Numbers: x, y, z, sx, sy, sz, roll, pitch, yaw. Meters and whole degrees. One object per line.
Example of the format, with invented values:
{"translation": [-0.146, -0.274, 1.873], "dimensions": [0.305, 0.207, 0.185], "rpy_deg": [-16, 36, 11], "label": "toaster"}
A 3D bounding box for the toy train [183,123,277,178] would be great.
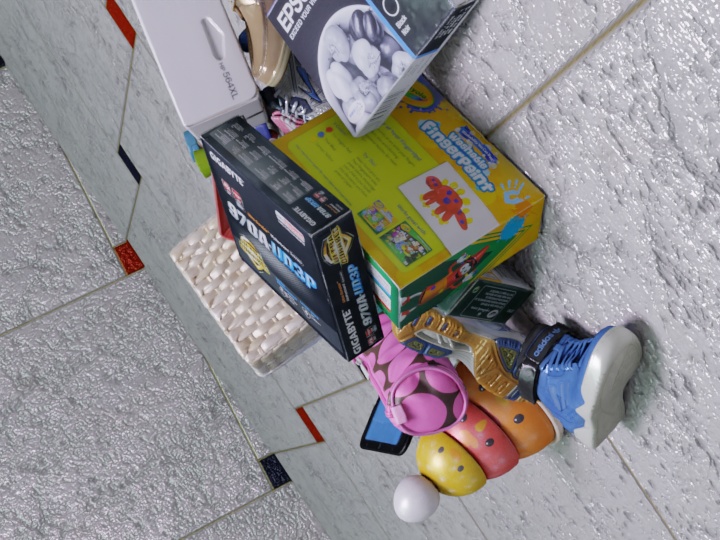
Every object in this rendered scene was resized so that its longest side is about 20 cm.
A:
{"translation": [-0.158, -0.152, 1.642], "dimensions": [0.200, 0.115, 0.085], "rpy_deg": [-116, 1, -61], "label": "toy train"}

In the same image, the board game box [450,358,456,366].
{"translation": [0.091, 0.042, 1.504], "dimensions": [0.126, 0.035, 0.200], "rpy_deg": [53, 163, 10], "label": "board game box"}

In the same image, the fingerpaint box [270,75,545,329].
{"translation": [0.041, -0.072, 1.196], "dimensions": [0.200, 0.167, 0.073], "rpy_deg": [48, 159, 27], "label": "fingerpaint box"}

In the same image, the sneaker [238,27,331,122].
{"translation": [-0.064, -0.192, 1.421], "dimensions": [0.200, 0.085, 0.077], "rpy_deg": [57, 164, -2], "label": "sneaker"}

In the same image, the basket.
{"translation": [-0.115, 0.003, 1.677], "dimensions": [0.198, 0.200, 0.161], "rpy_deg": [53, 179, 9], "label": "basket"}

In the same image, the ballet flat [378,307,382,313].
{"translation": [0.008, 0.038, 1.543], "dimensions": [0.200, 0.073, 0.073], "rpy_deg": [50, 165, -9], "label": "ballet flat"}

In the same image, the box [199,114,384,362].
{"translation": [-0.063, -0.031, 1.190], "dimensions": [0.200, 0.046, 0.159], "rpy_deg": [42, 156, 42], "label": "box"}

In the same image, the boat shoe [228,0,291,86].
{"translation": [-0.105, -0.273, 1.252], "dimensions": [0.071, 0.064, 0.201], "rpy_deg": [148, 119, -61], "label": "boat shoe"}

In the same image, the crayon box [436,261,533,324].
{"translation": [0.067, -0.034, 1.291], "dimensions": [0.200, 0.052, 0.126], "rpy_deg": [49, -161, 27], "label": "crayon box"}

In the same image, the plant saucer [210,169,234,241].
{"translation": [-0.071, -0.077, 1.515], "dimensions": [0.199, 0.037, 0.200], "rpy_deg": [15, 153, 6], "label": "plant saucer"}

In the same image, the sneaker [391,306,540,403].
{"translation": [0.126, 0.062, 1.339], "dimensions": [0.200, 0.088, 0.075], "rpy_deg": [30, 126, -16], "label": "sneaker"}

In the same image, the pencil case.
{"translation": [0.050, 0.111, 1.421], "dimensions": [0.200, 0.093, 0.091], "rpy_deg": [-126, 25, -72], "label": "pencil case"}

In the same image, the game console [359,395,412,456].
{"translation": [0.025, 0.138, 1.734], "dimensions": [0.176, 0.116, 0.200], "rpy_deg": [58, 163, -5], "label": "game console"}

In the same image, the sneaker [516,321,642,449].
{"translation": [0.194, 0.086, 1.212], "dimensions": [0.111, 0.077, 0.200], "rpy_deg": [39, 165, 23], "label": "sneaker"}

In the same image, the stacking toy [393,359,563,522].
{"translation": [0.112, 0.198, 1.421], "dimensions": [0.146, 0.200, 0.146], "rpy_deg": [38, 162, 15], "label": "stacking toy"}

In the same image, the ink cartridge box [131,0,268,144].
{"translation": [-0.162, -0.216, 1.346], "dimensions": [0.200, 0.084, 0.146], "rpy_deg": [152, 95, -89], "label": "ink cartridge box"}

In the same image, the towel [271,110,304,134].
{"translation": [-0.030, -0.114, 1.572], "dimensions": [0.200, 0.030, 0.147], "rpy_deg": [34, 153, 53], "label": "towel"}

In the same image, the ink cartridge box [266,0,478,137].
{"translation": [-0.009, -0.248, 1.121], "dimensions": [0.200, 0.043, 0.198], "rpy_deg": [55, 143, 10], "label": "ink cartridge box"}
